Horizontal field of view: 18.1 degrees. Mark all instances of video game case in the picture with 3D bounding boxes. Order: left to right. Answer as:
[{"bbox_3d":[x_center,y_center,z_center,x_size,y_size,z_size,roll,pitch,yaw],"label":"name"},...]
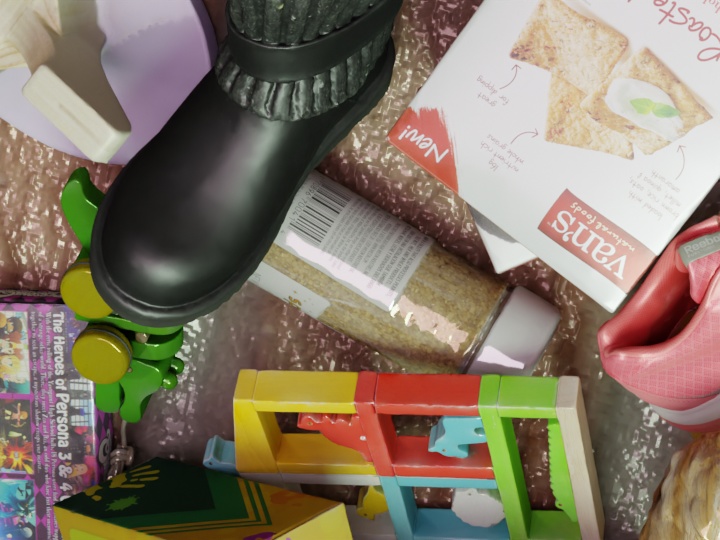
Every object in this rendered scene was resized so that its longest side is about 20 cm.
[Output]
[{"bbox_3d":[-0.222,0.107,1.215,0.180,0.036,0.201,1,102,12],"label":"video game case"}]

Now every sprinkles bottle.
[{"bbox_3d":[0.000,0.000,1.128,0.199,0.068,0.068,30,106,5],"label":"sprinkles bottle"}]

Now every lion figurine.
[{"bbox_3d":[0.166,0.172,1.055,0.072,0.123,0.200,4,142,14],"label":"lion figurine"}]

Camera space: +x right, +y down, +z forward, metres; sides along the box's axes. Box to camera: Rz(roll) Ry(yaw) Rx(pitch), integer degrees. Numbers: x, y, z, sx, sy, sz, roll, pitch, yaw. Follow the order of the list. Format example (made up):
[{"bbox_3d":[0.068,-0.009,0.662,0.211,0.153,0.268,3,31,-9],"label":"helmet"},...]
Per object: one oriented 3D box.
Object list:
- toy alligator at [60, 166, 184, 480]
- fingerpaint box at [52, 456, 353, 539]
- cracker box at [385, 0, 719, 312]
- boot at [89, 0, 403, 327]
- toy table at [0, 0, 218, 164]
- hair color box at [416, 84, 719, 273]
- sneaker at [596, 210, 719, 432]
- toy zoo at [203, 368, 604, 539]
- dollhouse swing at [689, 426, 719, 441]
[{"bbox_3d":[-0.113,0.036,1.151,0.054,0.059,0.201,3,124,13],"label":"toy alligator"},{"bbox_3d":[-0.059,0.206,1.130,0.167,0.073,0.201,6,115,53],"label":"fingerpaint box"},{"bbox_3d":[0.123,-0.101,1.022,0.134,0.058,0.200,37,107,2],"label":"cracker box"},{"bbox_3d":[-0.050,-0.084,1.032,0.079,0.158,0.211,33,69,7],"label":"boot"},{"bbox_3d":[-0.168,-0.129,1.111,0.199,0.117,0.184,31,107,5],"label":"toy table"},{"bbox_3d":[0.139,-0.084,1.084,0.199,0.061,0.102,-24,97,16],"label":"hair color box"},{"bbox_3d":[0.190,-0.003,1.035,0.087,0.074,0.200,24,119,-40],"label":"sneaker"},{"bbox_3d":[0.017,0.096,1.128,0.199,0.021,0.131,1,142,13],"label":"toy zoo"},{"bbox_3d":[0.260,0.061,1.031,0.182,0.176,0.200,42,108,0],"label":"dollhouse swing"}]
